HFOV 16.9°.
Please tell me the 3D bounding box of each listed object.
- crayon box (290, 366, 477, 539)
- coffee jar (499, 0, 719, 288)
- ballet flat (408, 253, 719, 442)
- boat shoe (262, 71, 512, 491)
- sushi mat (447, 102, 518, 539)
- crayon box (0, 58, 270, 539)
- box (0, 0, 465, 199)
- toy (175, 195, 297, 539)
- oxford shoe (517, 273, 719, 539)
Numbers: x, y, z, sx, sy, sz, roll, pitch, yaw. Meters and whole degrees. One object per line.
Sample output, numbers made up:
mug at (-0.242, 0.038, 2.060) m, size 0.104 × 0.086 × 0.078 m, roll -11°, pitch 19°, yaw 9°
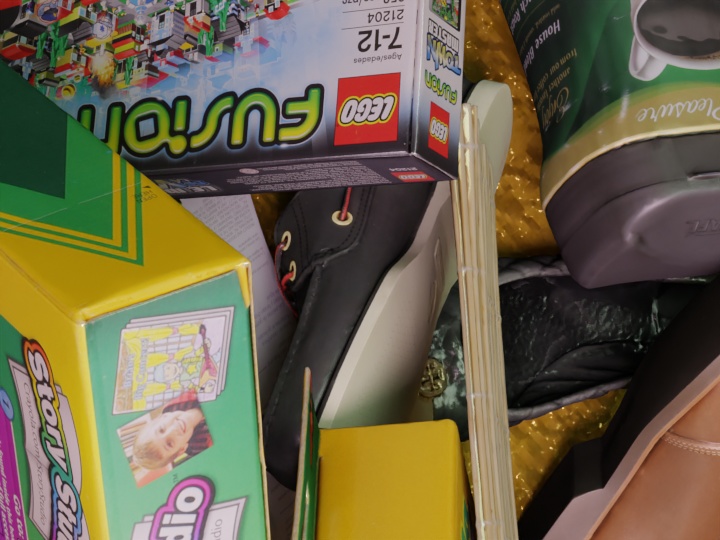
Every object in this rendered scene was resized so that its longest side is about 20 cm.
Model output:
crayon box at (0.015, 0.139, 0.789) m, size 0.051 × 0.200 × 0.127 m, roll -4°, pitch 49°, yaw 9°
coffee jar at (0.108, -0.092, 0.938) m, size 0.104 × 0.085 × 0.200 m, roll -5°, pitch 69°, yaw -21°
ballet flat at (0.083, 0.022, 0.942) m, size 0.200 × 0.057 × 0.067 m, roll -15°, pitch 95°, yaw -27°
boat shoe at (0.000, 0.002, 0.877) m, size 0.063 × 0.074 × 0.202 m, roll 12°, pitch 49°, yaw 13°
sushi mat at (0.044, 0.051, 0.819) m, size 0.012 × 0.096 × 0.201 m, roll -5°, pitch 79°, yaw 6°
crayon box at (-0.092, 0.054, 0.739) m, size 0.058 × 0.172 × 0.200 m, roll -21°, pitch 126°, yaw -27°
box at (-0.060, -0.081, 0.823) m, size 0.035 × 0.200 × 0.110 m, roll 26°, pitch 64°, yaw -61°
toy at (-0.053, 0.072, 0.863) m, size 0.115 × 0.047 × 0.200 m, roll -38°, pitch 115°, yaw -53°
oxford shoe at (0.132, 0.062, 0.898) m, size 0.071 × 0.200 × 0.071 m, roll 32°, pitch 27°, yaw -4°
